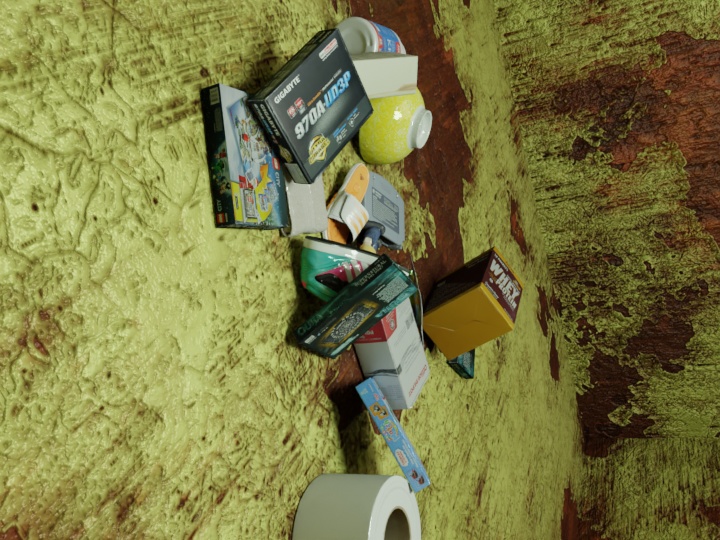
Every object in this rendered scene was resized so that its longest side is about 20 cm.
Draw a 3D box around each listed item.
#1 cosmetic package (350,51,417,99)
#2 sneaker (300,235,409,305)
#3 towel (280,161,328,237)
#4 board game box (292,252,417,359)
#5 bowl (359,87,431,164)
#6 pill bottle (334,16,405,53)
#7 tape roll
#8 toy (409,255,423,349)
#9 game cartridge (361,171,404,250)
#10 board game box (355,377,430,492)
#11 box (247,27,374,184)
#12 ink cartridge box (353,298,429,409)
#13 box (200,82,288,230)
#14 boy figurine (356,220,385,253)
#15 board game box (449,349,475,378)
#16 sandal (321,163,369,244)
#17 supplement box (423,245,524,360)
[{"bbox_3d":[-0.001,-0.359,1.152,0.198,0.105,0.072,-15,119,-31],"label":"cosmetic package"},{"bbox_3d":[-0.018,0.023,1.079,0.198,0.084,0.122,15,97,-19],"label":"sneaker"},{"bbox_3d":[-0.105,-0.161,1.075,0.132,0.034,0.203,-15,97,-62],"label":"towel"},{"bbox_3d":[-0.005,0.066,1.048,0.028,0.199,0.135,53,6,29],"label":"board game box"},{"bbox_3d":[0.088,-0.312,1.328,0.201,0.107,0.202,-52,153,-39],"label":"bowl"},{"bbox_3d":[0.024,-0.461,1.318,0.200,0.111,0.114,-25,106,-61],"label":"pill bottle"},{"bbox_3d":[-0.001,0.436,1.011,0.202,0.138,0.205,26,60,-59],"label":"tape roll"},{"bbox_3d":[0.108,0.070,1.377,0.201,0.047,0.116,-89,174,-54],"label":"toy"},{"bbox_3d":[0.041,-0.133,1.353,0.200,0.041,0.135,27,55,-58],"label":"game cartridge"},{"bbox_3d":[0.057,0.288,1.124,0.201,0.036,0.151,59,-3,10],"label":"board game box"},{"bbox_3d":[-0.072,-0.263,1.005,0.201,0.046,0.160,-53,133,-29],"label":"box"},{"bbox_3d":[0.060,0.157,1.261,0.147,0.082,0.202,-45,123,-57],"label":"ink cartridge box"},{"bbox_3d":[-0.171,-0.164,0.942,0.136,0.037,0.203,-3,86,-63],"label":"box"},{"bbox_3d":[0.000,0.000,1.192,0.125,0.064,0.201,102,5,-50],"label":"boy figurine"},{"bbox_3d":[0.286,0.183,1.736,0.135,0.028,0.202,45,47,-50],"label":"board game box"},{"bbox_3d":[-0.013,-0.126,1.193,0.079,0.059,0.208,49,52,-43],"label":"sandal"},{"bbox_3d":[0.275,0.079,1.542,0.133,0.196,0.200,50,35,-11],"label":"supplement box"}]
